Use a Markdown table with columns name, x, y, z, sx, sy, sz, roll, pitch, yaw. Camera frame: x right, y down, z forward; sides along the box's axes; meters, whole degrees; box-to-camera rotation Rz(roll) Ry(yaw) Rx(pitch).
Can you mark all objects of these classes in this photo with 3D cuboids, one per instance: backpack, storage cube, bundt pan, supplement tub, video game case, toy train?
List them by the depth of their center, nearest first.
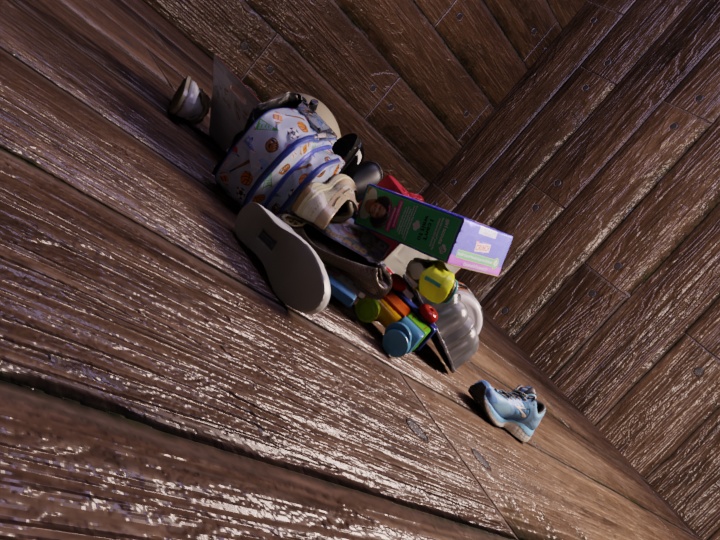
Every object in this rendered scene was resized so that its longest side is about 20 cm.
| name | x | y | z | sx | sy | sz | roll | pitch | yaw |
| --- | --- | --- | --- | --- | --- | --- | --- | --- | --- |
| backpack | -0.128 | -0.160 | 1.004 | 0.154 | 0.201 | 0.190 | 42 | 21 | 14 |
| video game case | -0.039 | -0.035 | 1.005 | 0.142 | 0.018 | 0.200 | 36 | 31 | 1 |
| toy train | 0.022 | 0.048 | 1.013 | 0.200 | 0.085 | 0.115 | 45 | 22 | 11 |
| bundt pan | 0.154 | 0.081 | 1.200 | 0.205 | 0.075 | 0.202 | 62 | -2 | 3 |
| storage cube | 0.077 | -0.048 | 1.321 | 0.170 | 0.200 | 0.181 | 35 | 17 | -39 |
| supplement tub | 0.207 | 0.092 | 1.467 | 0.122 | 0.123 | 0.200 | 41 | 8 | -4 |

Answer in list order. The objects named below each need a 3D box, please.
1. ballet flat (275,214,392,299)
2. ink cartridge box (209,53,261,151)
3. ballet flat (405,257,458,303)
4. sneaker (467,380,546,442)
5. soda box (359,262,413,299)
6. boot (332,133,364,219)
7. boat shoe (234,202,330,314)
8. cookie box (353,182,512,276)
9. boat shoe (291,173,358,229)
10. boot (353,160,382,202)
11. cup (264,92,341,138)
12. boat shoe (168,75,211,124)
| name | x | y | z | sx | sy | sz | roll | pitch | yaw |
| --- | --- | --- | --- | --- | --- | --- | --- | --- | --- |
| ballet flat | -0.037 | -0.029 | 0.935 | 0.198 | 0.047 | 0.068 | 34 | 30 | -2 |
| ink cartridge box | -0.215 | -0.276 | 1.206 | 0.043 | 0.176 | 0.200 | -19 | 53 | -34 |
| ballet flat | 0.105 | 0.008 | 1.031 | 0.066 | 0.068 | 0.200 | 26 | 4 | -5 |
| sneaker | 0.269 | 0.233 | 1.170 | 0.199 | 0.090 | 0.079 | 34 | 11 | -41 |
| soda box | 0.000 | 0.000 | 1.142 | 0.199 | 0.068 | 0.064 | 39 | 10 | -26 |
| boot | -0.027 | -0.123 | 1.162 | 0.157 | 0.212 | 0.080 | 30 | 16 | -34 |
| boat shoe | -0.086 | -0.015 | 0.817 | 0.071 | 0.070 | 0.201 | 26 | 16 | -51 |
| cookie box | 0.118 | -0.065 | 1.055 | 0.198 | 0.077 | 0.170 | 25 | 8 | 39 |
| boat shoe | -0.039 | -0.099 | 0.992 | 0.065 | 0.073 | 0.200 | 39 | 18 | 6 |
| boot | -0.034 | -0.156 | 1.349 | 0.077 | 0.197 | 0.168 | 62 | 2 | -14 |
| cup | -0.122 | -0.239 | 1.271 | 0.199 | 0.201 | 0.143 | 39 | 6 | -21 |
| boat shoe | -0.314 | -0.316 | 1.216 | 0.068 | 0.075 | 0.200 | 32 | 11 | -22 |
